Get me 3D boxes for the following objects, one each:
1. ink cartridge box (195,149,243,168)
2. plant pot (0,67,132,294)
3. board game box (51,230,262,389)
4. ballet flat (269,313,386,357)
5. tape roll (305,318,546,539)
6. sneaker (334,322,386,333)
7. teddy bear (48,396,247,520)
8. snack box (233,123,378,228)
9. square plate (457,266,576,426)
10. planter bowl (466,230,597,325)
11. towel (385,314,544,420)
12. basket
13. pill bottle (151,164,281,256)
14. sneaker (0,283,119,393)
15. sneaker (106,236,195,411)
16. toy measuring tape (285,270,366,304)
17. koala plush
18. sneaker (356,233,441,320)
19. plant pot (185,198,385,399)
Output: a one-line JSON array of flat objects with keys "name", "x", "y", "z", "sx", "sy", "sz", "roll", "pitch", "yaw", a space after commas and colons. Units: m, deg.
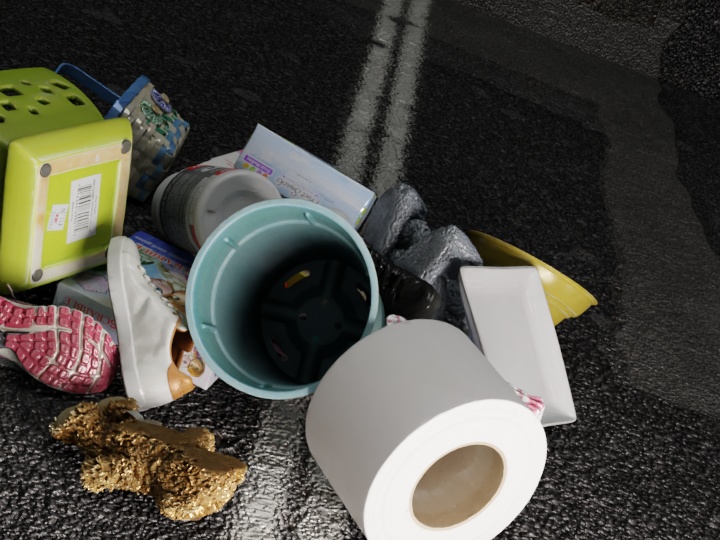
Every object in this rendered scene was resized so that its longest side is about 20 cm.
[{"name": "ink cartridge box", "x": -0.142, "y": -0.108, "z": 1.932, "sx": 0.117, "sy": 0.068, "sz": 0.200, "roll": 32, "pitch": 25, "yaw": 18}, {"name": "plant pot", "x": -0.362, "y": -0.093, "z": 1.522, "sx": 0.181, "sy": 0.202, "sz": 0.198, "roll": 24, "pitch": 26, "yaw": 29}, {"name": "board game box", "x": -0.216, "y": 0.039, "z": 1.598, "sx": 0.199, "sy": 0.041, "sz": 0.200, "roll": 25, "pitch": 25, "yaw": 9}, {"name": "ballet flat", "x": -0.021, "y": 0.079, "z": 1.661, "sx": 0.198, "sy": 0.070, "sz": 0.071, "roll": 8, "pitch": 12, "yaw": -25}, {"name": "tape roll", "x": 0.063, "y": 0.168, "z": 1.371, "sx": 0.201, "sy": 0.204, "sz": 0.139, "roll": 4, "pitch": 29, "yaw": -34}, {"name": "sneaker", "x": 0.057, "y": 0.100, "z": 1.635, "sx": 0.199, "sy": 0.066, "sz": 0.079, "roll": 27, "pitch": 42, "yaw": -13}, {"name": "teddy bear", "x": -0.201, "y": 0.177, "z": 1.317, "sx": 0.199, "sy": 0.067, "sz": 0.145, "roll": 21, "pitch": 14, "yaw": 13}, {"name": "snack box", "x": -0.064, "y": -0.111, "z": 1.775, "sx": 0.168, "sy": 0.068, "sz": 0.200, "roll": 31, "pitch": 1, "yaw": 2}, {"name": "square plate", "x": 0.185, "y": 0.094, "z": 1.686, "sx": 0.198, "sy": 0.028, "sz": 0.202, "roll": 0, "pitch": 74, "yaw": -57}, {"name": "planter bowl", "x": 0.210, "y": 0.031, "z": 1.879, "sx": 0.199, "sy": 0.084, "sz": 0.200, "roll": 30, "pitch": -4, "yaw": 2}, {"name": "towel", "x": 0.105, "y": 0.142, "z": 1.533, "sx": 0.199, "sy": 0.147, "sz": 0.030, "roll": 32, "pitch": 53, "yaw": 22}, {"name": "basket", "x": -0.334, "y": -0.197, "z": 1.867, "sx": 0.199, "sy": 0.140, "sz": 0.177, "roll": 29, "pitch": 24, "yaw": -9}, {"name": "pill bottle", "x": -0.178, "y": -0.069, "z": 1.695, "sx": 0.113, "sy": 0.115, "sz": 0.200, "roll": 8, "pitch": 3, "yaw": -27}, {"name": "sneaker", "x": -0.337, "y": 0.062, "z": 1.416, "sx": 0.199, "sy": 0.081, "sz": 0.075, "roll": 25, "pitch": -10, "yaw": -13}, {"name": "sneaker", "x": -0.213, "y": 0.049, "z": 1.459, "sx": 0.084, "sy": 0.073, "sz": 0.201, "roll": -14, "pitch": 62, "yaw": -2}, {"name": "toy measuring tape", "x": -0.061, "y": 0.036, "z": 1.672, "sx": 0.073, "sy": 0.074, "sz": 0.199, "roll": 2, "pitch": 11, "yaw": -36}, {"name": "koala plush", "x": 0.091, "y": 0.026, "z": 1.780, "sx": 0.199, "sy": 0.184, "sz": 0.177, "roll": 29, "pitch": 11, "yaw": -42}, {"name": "sneaker", "x": 0.002, "y": -0.002, "z": 1.649, "sx": 0.199, "sy": 0.060, "sz": 0.104, "roll": 22, "pitch": -21, "yaw": 50}, {"name": "plant pot", "x": -0.061, "y": 0.041, "z": 1.488, "sx": 0.199, "sy": 0.201, "sz": 0.196, "roll": 28, "pitch": -3, "yaw": 14}]
